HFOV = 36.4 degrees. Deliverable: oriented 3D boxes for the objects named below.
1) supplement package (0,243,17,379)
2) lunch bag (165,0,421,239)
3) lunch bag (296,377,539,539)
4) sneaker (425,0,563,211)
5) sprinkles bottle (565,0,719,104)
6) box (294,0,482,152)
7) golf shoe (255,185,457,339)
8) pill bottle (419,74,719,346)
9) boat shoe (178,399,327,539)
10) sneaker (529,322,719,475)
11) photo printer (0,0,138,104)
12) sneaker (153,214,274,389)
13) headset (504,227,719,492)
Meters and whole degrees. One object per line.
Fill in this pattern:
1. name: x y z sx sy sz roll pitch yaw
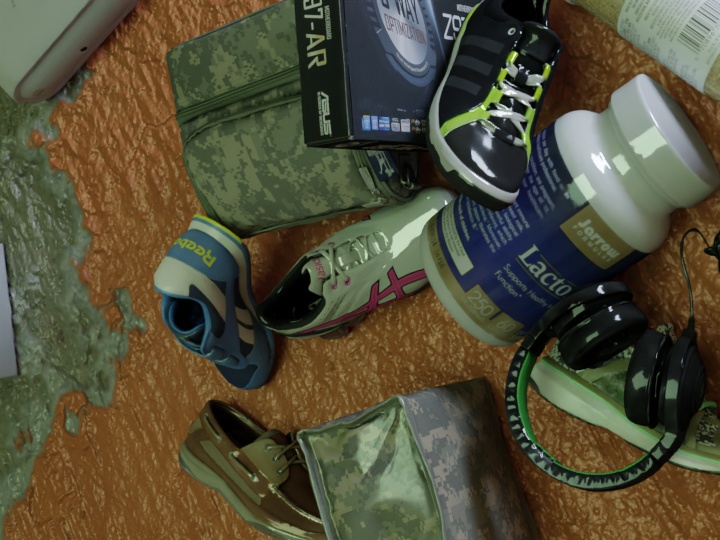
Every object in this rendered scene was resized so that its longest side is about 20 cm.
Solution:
1. supplement package: -0.510 0.058 1.216 0.198 0.150 0.154 -8 88 34
2. lunch bag: -0.049 -0.121 0.900 0.198 0.139 0.170 -12 88 33
3. lunch bag: 0.056 0.196 0.832 0.117 0.163 0.202 -24 79 27
4. sneaker: 0.096 -0.135 0.747 0.083 0.071 0.202 -45 29 46
5. sprinkles bottle: 0.218 -0.176 0.756 0.200 0.068 0.069 43 115 24
6. box: 0.033 -0.170 0.802 0.043 0.199 0.162 -4 90 39
7. golf shoe: 0.000 0.000 0.903 0.199 0.092 0.073 -38 70 28
8. pill bottle: 0.147 -0.042 0.784 0.200 0.115 0.117 -38 72 30
9. boat shoe: -0.084 0.180 0.982 0.199 0.075 0.073 25 105 29
10. sneaker: 0.215 0.084 0.778 0.199 0.077 0.090 24 94 27
11. photo printer: -0.326 -0.283 1.118 0.199 0.069 0.168 -37 73 30
12. sneaker: -0.131 0.045 0.954 0.073 0.082 0.201 18 143 28
13. headset: 0.188 0.058 0.746 0.123 0.094 0.201 41 97 29
